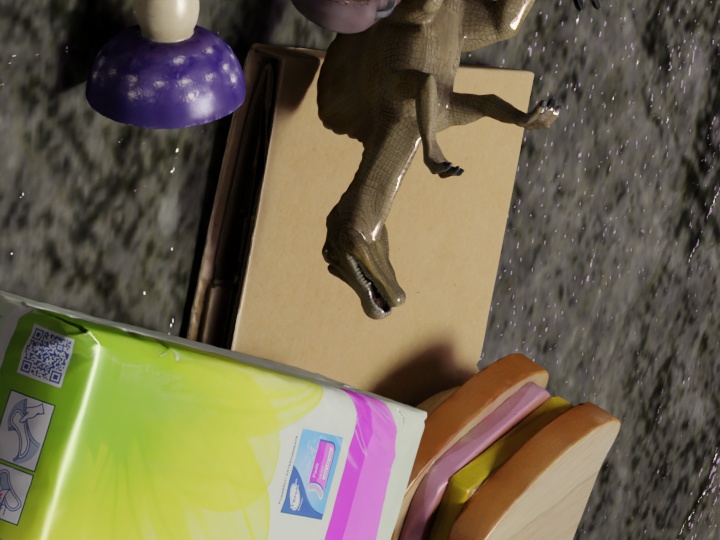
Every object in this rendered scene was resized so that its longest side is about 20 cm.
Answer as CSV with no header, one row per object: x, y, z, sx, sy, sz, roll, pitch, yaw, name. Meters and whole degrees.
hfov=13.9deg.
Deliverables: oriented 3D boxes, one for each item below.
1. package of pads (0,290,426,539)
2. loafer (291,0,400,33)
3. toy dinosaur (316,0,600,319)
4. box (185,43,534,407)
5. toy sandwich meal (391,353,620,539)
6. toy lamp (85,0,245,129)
-0.072,0.098,0.952,0.200,0.068,0.155,18,90,-55,package of pads
-0.010,-0.108,0.928,0.200,0.072,0.063,-123,-131,-84,loafer
0.024,-0.086,0.995,0.058,0.101,0.200,33,55,-35,toy dinosaur
0.000,0.000,1.105,0.200,0.021,0.164,-3,106,-61,box
0.040,0.126,1.158,0.205,0.070,0.205,-43,147,-37,toy sandwich meal
-0.061,-0.145,0.892,0.058,0.058,0.200,-36,136,-50,toy lamp
